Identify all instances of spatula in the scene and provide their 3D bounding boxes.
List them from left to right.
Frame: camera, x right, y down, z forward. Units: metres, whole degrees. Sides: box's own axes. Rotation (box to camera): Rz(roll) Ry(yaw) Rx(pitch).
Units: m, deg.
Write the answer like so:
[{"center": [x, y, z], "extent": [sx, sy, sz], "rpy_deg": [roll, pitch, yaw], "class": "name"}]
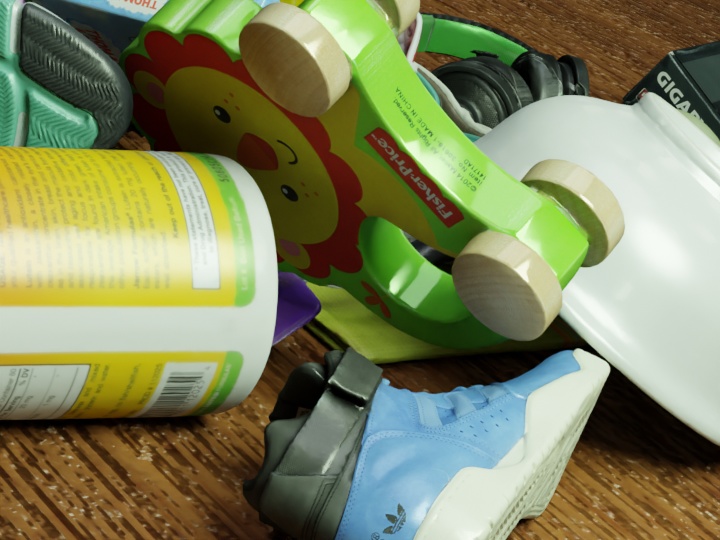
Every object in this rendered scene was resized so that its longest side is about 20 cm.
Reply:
[{"center": [0.000, 0.000, 1.159], "extent": [0.199, 0.021, 0.056], "rpy_deg": [-19, 42, -33], "class": "spatula"}]

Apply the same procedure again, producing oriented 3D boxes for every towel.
[{"center": [0.058, 0.017, 1.220], "extent": [0.199, 0.018, 0.086], "rpy_deg": [-4, 26, -36], "class": "towel"}]

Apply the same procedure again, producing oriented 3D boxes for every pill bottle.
[{"center": [-0.143, 0.005, 1.002], "extent": [0.199, 0.112, 0.111], "rpy_deg": [1, 24, -29], "class": "pill bottle"}]

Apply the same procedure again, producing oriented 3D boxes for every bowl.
[{"center": [0.137, -0.018, 1.133], "extent": [0.201, 0.090, 0.201], "rpy_deg": [40, 12, -11], "class": "bowl"}]

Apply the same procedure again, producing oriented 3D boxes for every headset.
[{"center": [0.094, -0.105, 1.438], "extent": [0.123, 0.094, 0.200], "rpy_deg": [-8, 40, -42], "class": "headset"}]

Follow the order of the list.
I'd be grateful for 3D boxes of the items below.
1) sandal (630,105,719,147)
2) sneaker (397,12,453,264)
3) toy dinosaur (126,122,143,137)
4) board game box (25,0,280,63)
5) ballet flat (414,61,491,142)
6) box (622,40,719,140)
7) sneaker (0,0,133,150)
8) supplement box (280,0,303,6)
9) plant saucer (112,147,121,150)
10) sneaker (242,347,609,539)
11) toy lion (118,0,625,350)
[{"center": [0.148, -0.053, 1.291], "extent": [0.057, 0.080, 0.201], "rpy_deg": [-43, 12, -18], "class": "sandal"}, {"center": [0.018, -0.077, 1.276], "extent": [0.071, 0.113, 0.200], "rpy_deg": [0, 18, -38], "class": "sneaker"}, {"center": [-0.148, -0.114, 1.303], "extent": [0.199, 0.077, 0.102], "rpy_deg": [24, 5, 10], "class": "toy dinosaur"}, {"center": [-0.116, -0.113, 1.170], "extent": [0.199, 0.037, 0.151], "rpy_deg": [16, -15, 19], "class": "board game box"}, {"center": [0.049, -0.059, 1.350], "extent": [0.069, 0.070, 0.200], "rpy_deg": [-3, 26, -36], "class": "ballet flat"}, {"center": [0.254, -0.060, 1.386], "extent": [0.199, 0.046, 0.159], "rpy_deg": [-15, 66, -51], "class": "box"}, {"center": [-0.188, -0.099, 1.079], "extent": [0.198, 0.075, 0.088], "rpy_deg": [14, 15, 7], "class": "sneaker"}, {"center": [-0.060, -0.191, 1.418], "extent": [0.109, 0.202, 0.109], "rpy_deg": [19, 22, 17], "class": "supplement box"}, {"center": [-0.187, -0.075, 1.309], "extent": [0.199, 0.019, 0.070], "rpy_deg": [29, 26, 34], "class": "plant saucer"}, {"center": [0.025, 0.064, 0.999], "extent": [0.111, 0.077, 0.200], "rpy_deg": [28, 31, 13], "class": "sneaker"}, {"center": [-0.011, -0.043, 1.044], "extent": [0.200, 0.192, 0.069], "rpy_deg": [46, 60, -7], "class": "toy lion"}]
